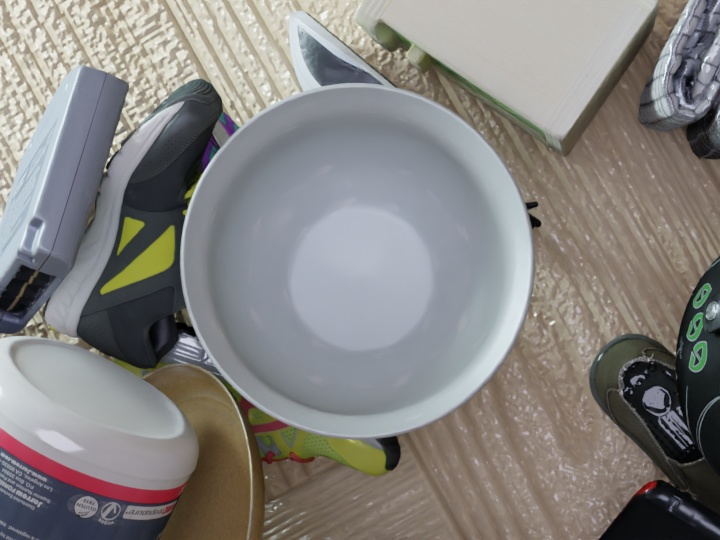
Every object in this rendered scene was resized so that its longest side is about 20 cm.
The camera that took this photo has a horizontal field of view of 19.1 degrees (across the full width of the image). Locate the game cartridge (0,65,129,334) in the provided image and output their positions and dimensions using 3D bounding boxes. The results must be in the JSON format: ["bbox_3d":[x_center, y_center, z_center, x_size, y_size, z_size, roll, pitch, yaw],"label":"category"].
[{"bbox_3d":[-0.186,-0.045,1.280,0.040,0.200,0.134,16,72,-15],"label":"game cartridge"}]

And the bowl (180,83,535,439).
[{"bbox_3d":[0.000,0.000,1.229,0.200,0.090,0.202,0,81,3],"label":"bowl"}]

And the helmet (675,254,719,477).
[{"bbox_3d":[0.276,0.056,1.195,0.199,0.191,0.201,1,67,-1],"label":"helmet"}]

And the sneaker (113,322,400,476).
[{"bbox_3d":[-0.070,0.097,1.333,0.199,0.078,0.091,20,90,18],"label":"sneaker"}]

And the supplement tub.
[{"bbox_3d":[-0.191,0.152,1.219,0.140,0.140,0.200,28,103,6],"label":"supplement tub"}]

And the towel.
[{"bbox_3d":[0.243,-0.163,1.260,0.085,0.166,0.200,28,93,4],"label":"towel"}]

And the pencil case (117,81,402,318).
[{"bbox_3d":[-0.056,-0.024,1.324,0.200,0.092,0.085,42,55,4],"label":"pencil case"}]

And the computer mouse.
[{"bbox_3d":[0.023,-0.086,1.322,0.200,0.110,0.044,41,97,16],"label":"computer mouse"}]

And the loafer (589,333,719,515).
[{"bbox_3d":[0.220,0.118,1.299,0.200,0.070,0.075,39,92,6],"label":"loafer"}]

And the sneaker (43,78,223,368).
[{"bbox_3d":[-0.115,-0.025,1.265,0.084,0.075,0.200,32,126,3],"label":"sneaker"}]

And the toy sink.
[{"bbox_3d":[0.069,-0.167,1.296,0.200,0.130,0.112,35,92,5],"label":"toy sink"}]

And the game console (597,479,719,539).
[{"bbox_3d":[0.229,0.203,1.246,0.200,0.177,0.031,32,70,6],"label":"game console"}]

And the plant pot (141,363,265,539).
[{"bbox_3d":[-0.114,0.155,1.257,0.027,0.200,0.201,18,90,-37],"label":"plant pot"}]
